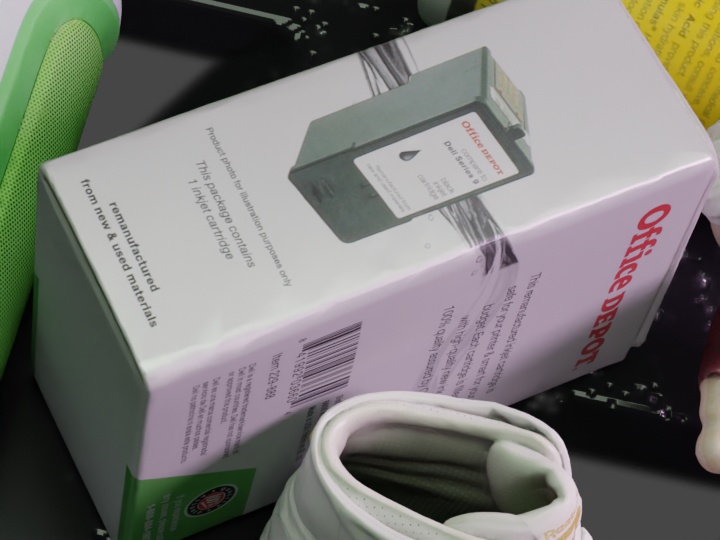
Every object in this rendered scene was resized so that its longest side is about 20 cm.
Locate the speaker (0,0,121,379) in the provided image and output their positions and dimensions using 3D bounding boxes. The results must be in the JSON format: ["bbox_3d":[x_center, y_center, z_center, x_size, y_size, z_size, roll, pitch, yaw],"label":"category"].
[{"bbox_3d":[-0.141,-0.028,0.886,0.088,0.089,0.201,15,62,-1],"label":"speaker"}]

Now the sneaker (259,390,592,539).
[{"bbox_3d":[0.064,0.109,0.830,0.199,0.116,0.074,25,60,3],"label":"sneaker"}]

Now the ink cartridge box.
[{"bbox_3d":[0.000,0.000,0.859,0.199,0.146,0.084,-21,67,-19],"label":"ink cartridge box"}]

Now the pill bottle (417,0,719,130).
[{"bbox_3d":[0.130,-0.092,0.944,0.200,0.111,0.111,29,63,8],"label":"pill bottle"}]

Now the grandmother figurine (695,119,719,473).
[{"bbox_3d":[0.150,0.042,0.869,0.121,0.060,0.201,-7,82,-49],"label":"grandmother figurine"}]
